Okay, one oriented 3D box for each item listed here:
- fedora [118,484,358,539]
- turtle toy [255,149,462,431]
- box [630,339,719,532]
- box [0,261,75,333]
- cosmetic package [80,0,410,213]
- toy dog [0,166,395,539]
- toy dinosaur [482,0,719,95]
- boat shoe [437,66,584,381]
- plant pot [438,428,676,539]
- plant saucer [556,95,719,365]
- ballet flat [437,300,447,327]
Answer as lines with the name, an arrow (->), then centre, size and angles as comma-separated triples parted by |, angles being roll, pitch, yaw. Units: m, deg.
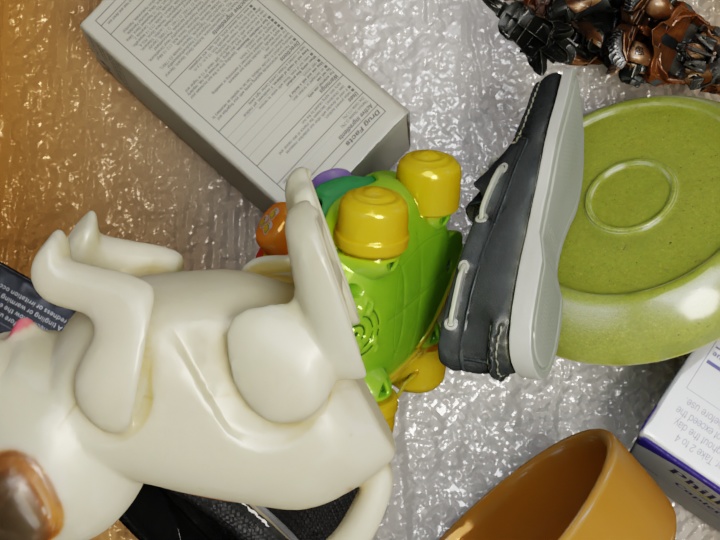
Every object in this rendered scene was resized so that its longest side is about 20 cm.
fedora -> -0.063, 0.126, 0.835 | 0.199, 0.201, 0.092 | 31, 64, 10
turtle toy -> 0.000, 0.000, 0.839 | 0.100, 0.200, 0.147 | 13, 114, 21
box -> 0.285, 0.077, 0.871 | 0.183, 0.105, 0.201 | 34, 79, 12
box -> -0.229, 0.104, 0.837 | 0.123, 0.200, 0.198 | 28, 78, 10
cosmetic package -> -0.072, -0.118, 0.954 | 0.200, 0.073, 0.104 | 43, 81, 12
toy dog -> -0.093, 0.059, 0.693 | 0.198, 0.140, 0.196 | -17, 112, 2
toy dinosaur -> 0.145, -0.158, 0.938 | 0.198, 0.135, 0.104 | 3, 84, 32
boat shoe -> 0.087, -0.032, 0.832 | 0.060, 0.076, 0.202 | 1, 52, 22
plant pot -> 0.125, 0.222, 0.807 | 0.200, 0.200, 0.183 | -44, 93, -9
plant saucer -> 0.162, -0.035, 0.869 | 0.198, 0.031, 0.202 | -14, 47, 16
ballet flat -> 0.110, 0.008, 0.919 | 0.198, 0.068, 0.063 | -14, 65, -2
